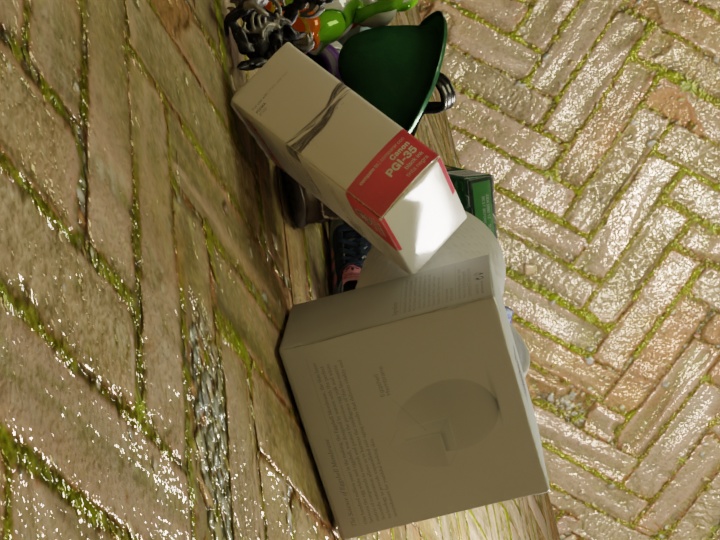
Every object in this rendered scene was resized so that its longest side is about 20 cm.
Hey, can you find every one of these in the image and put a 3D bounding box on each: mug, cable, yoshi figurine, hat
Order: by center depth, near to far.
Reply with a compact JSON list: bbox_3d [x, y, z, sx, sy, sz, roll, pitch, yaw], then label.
[{"bbox_3d":[0.087,0.047,1.585,0.200,0.148,0.175,36,26,-5],"label":"mug"},{"bbox_3d":[-0.018,-0.227,1.662,0.200,0.176,0.166,-148,-102,-75],"label":"hat"},{"bbox_3d":[-0.011,-0.301,1.671,0.200,0.112,0.113,-24,100,-38],"label":"yoshi figurine"},{"bbox_3d":[0.053,-0.188,1.831,0.200,0.050,0.097,22,-47,65],"label":"cable"}]

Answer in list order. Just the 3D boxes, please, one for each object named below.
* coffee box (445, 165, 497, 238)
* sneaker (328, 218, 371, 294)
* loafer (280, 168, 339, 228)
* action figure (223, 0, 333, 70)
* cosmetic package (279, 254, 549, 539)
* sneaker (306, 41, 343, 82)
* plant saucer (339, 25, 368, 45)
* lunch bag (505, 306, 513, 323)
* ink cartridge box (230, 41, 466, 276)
[{"bbox_3d":[0.103,-0.068,1.923,0.200,0.044,0.123,-162,-115,-65],"label":"coffee box"},{"bbox_3d":[0.000,0.000,1.721,0.082,0.070,0.200,61,16,-65],"label":"sneaker"},{"bbox_3d":[-0.034,-0.089,1.644,0.200,0.071,0.073,-28,103,-80],"label":"loafer"},{"bbox_3d":[-0.083,-0.264,1.492,0.119,0.102,0.200,-37,115,-45],"label":"action figure"},{"bbox_3d":[0.051,0.116,1.450,0.123,0.200,0.200,-84,159,-71],"label":"cosmetic package"},{"bbox_3d":[-0.035,-0.175,1.756,0.200,0.080,0.088,68,14,12],"label":"sneaker"},{"bbox_3d":[-0.007,-0.290,1.897,0.200,0.027,0.201,-165,-90,-77],"label":"plant saucer"},{"bbox_3d":[0.086,0.121,1.832,0.170,0.124,0.200,9,97,-71],"label":"lunch bag"},{"bbox_3d":[-0.010,-0.104,1.460,0.200,0.083,0.147,40,-7,24],"label":"ink cartridge box"}]
